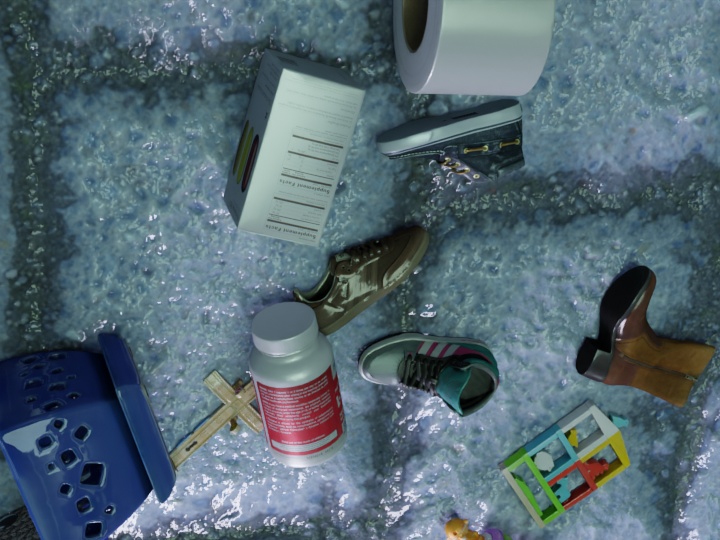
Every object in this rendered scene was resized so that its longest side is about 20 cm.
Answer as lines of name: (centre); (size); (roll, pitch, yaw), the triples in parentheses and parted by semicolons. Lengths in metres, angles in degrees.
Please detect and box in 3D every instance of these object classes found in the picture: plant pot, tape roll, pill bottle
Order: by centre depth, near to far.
tape roll: (0.128, -0.308, 1.438); (0.137, 0.203, 0.206); (-2, 112, -15)
plant pot: (-0.340, 0.206, 1.521); (0.178, 0.200, 0.203); (-21, 115, -12)
pill bottle: (-0.084, 0.147, 1.596); (0.111, 0.113, 0.202); (-15, 123, -9)

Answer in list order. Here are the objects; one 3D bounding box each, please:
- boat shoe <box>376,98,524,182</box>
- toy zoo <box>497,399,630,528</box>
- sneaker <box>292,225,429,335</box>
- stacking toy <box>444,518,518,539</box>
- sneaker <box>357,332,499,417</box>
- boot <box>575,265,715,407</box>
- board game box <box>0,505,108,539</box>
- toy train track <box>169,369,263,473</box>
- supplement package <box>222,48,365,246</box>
boat shoe: (0.121, -0.151, 1.569); (0.197, 0.071, 0.092); (-15, 110, -11)
toy zoo: (0.317, 0.280, 1.823); (0.199, 0.020, 0.132); (-35, 116, 0)
sneaker: (0.000, 0.000, 1.597); (0.200, 0.071, 0.076); (-42, 115, 3)
stacking toy: (0.201, 0.428, 1.816); (0.199, 0.110, 0.116); (37, 110, -13)
sneaker: (0.102, 0.146, 1.655); (0.197, 0.121, 0.085); (-1, 112, -15)
boot: (0.432, 0.098, 1.757); (0.197, 0.069, 0.191); (16, 106, -21)
board game box: (-0.431, 0.390, 1.585); (0.198, 0.160, 0.098); (-24, 115, -5)
toy train track: (-0.196, 0.212, 1.649); (0.200, 0.033, 0.115); (-42, 116, 5)
supplement package: (-0.084, -0.149, 1.491); (0.108, 0.114, 0.203); (12, 107, -21)
